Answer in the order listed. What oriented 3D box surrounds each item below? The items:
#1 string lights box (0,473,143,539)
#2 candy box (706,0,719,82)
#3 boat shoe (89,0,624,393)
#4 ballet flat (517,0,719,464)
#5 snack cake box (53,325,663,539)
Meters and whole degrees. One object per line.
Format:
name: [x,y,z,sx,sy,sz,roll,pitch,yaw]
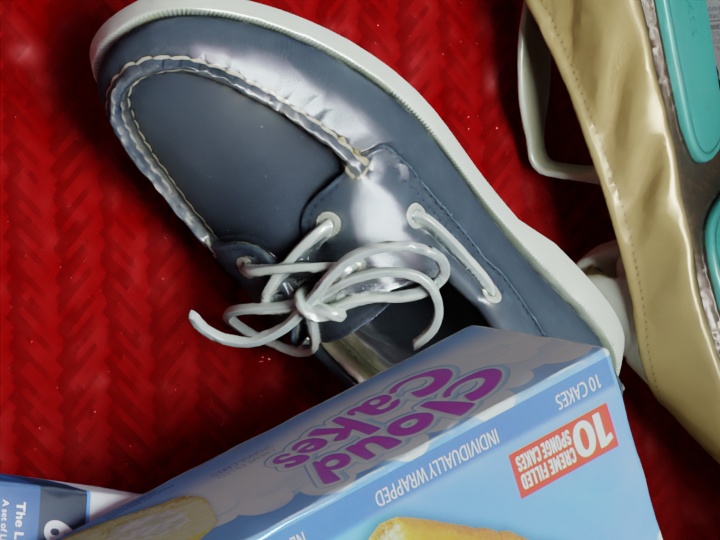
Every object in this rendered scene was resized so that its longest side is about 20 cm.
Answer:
string lights box: [-0.146,0.096,0.739,0.200,0.059,0.103,10,85,-33]
candy box: [0.154,-0.155,0.930,0.168,0.071,0.200,-48,115,-23]
boat shoe: [0.000,0.000,0.825,0.200,0.075,0.062,44,37,-33]
ballet flat: [0.087,-0.023,0.897,0.069,0.063,0.201,-32,110,-63]
snack cake box: [-0.016,0.107,0.746,0.200,0.067,0.115,-27,108,-27]
